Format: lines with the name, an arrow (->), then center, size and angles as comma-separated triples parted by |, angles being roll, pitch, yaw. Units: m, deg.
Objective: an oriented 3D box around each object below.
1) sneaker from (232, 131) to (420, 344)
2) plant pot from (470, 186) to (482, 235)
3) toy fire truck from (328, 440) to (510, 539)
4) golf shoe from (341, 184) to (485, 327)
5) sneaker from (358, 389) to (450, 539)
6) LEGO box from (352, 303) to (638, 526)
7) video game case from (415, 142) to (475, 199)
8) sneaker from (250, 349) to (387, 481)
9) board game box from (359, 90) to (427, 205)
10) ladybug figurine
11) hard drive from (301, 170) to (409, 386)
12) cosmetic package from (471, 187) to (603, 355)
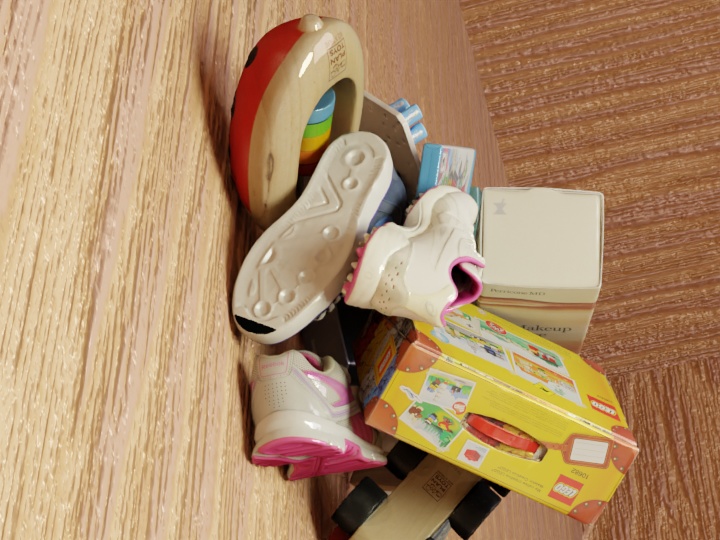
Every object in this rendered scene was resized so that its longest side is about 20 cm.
sneaker -> -0.022, 0.005, 1.537 | 0.201, 0.080, 0.147 | -60, 156, -26
plant pot -> 0.074, 0.041, 2.043 | 0.141, 0.140, 0.202 | 59, 26, -63
toy fire truck -> 0.037, 0.195, 1.672 | 0.128, 0.176, 0.200 | 41, -23, 9
golf shoe -> 0.059, -0.006, 1.497 | 0.200, 0.091, 0.076 | -40, 151, -59
sneaker -> 0.040, 0.187, 1.826 | 0.074, 0.087, 0.202 | -25, 124, -45
LEGO box -> 0.102, 0.096, 1.530 | 0.078, 0.199, 0.149 | -60, -166, 17
video game case -> 0.067, -0.035, 1.682 | 0.200, 0.018, 0.145 | -13, 112, -79
sneaker -> -0.032, 0.107, 1.500 | 0.200, 0.081, 0.089 | 48, 33, -73
board game box -> 0.019, -0.104, 1.840 | 0.200, 0.026, 0.201 | 37, -25, 48
ladybug figurine -> -0.054, -0.117, 1.536 | 0.136, 0.072, 0.201 | -41, 149, -46
hard drive -> 0.000, 0.000, 1.736 | 0.134, 0.042, 0.202 | 3, 72, -41
cosmetic package -> 0.142, 0.013, 1.644 | 0.200, 0.102, 0.088 | 89, 4, -66
